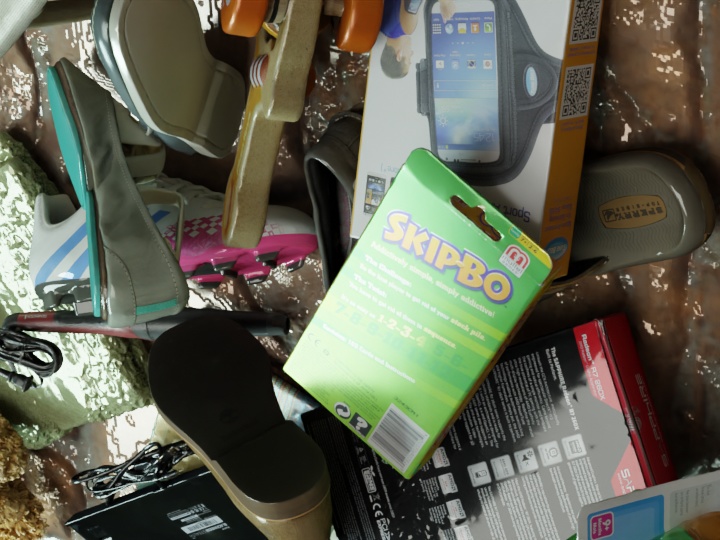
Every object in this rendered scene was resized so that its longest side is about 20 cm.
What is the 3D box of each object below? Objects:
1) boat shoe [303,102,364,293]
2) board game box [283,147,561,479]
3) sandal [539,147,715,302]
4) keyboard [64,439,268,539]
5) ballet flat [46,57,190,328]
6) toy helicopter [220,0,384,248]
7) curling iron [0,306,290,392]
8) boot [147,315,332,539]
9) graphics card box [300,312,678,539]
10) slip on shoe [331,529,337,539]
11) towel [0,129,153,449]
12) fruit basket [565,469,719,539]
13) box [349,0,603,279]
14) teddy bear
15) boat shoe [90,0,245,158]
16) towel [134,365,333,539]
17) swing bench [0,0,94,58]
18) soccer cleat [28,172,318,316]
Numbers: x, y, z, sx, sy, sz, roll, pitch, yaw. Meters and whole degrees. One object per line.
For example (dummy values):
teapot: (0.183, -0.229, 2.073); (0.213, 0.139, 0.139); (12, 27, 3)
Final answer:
boat shoe: (0.000, 0.000, 1.446); (0.067, 0.057, 0.200); (19, 131, 36)
board game box: (0.032, 0.021, 1.342); (0.096, 0.030, 0.200); (41, 139, 10)
sandal: (0.103, -0.015, 1.369); (0.200, 0.055, 0.082); (-10, 110, 46)
keyboard: (-0.104, 0.141, 1.614); (0.200, 0.040, 0.104); (-22, 124, 40)
ballet flat: (-0.138, -0.048, 1.475); (0.067, 0.064, 0.200); (94, 164, -49)
toy helicopter: (-0.051, -0.106, 1.386); (0.079, 0.132, 0.200); (7, 119, -14)
curling iron: (-0.138, 0.042, 1.568); (0.200, 0.026, 0.050); (-7, 91, 15)
boot: (-0.070, 0.100, 1.475); (0.200, 0.074, 0.076); (54, 165, 49)
graphics card box: (0.074, 0.110, 1.422); (0.200, 0.051, 0.126); (-20, 86, 27)
slip on shoe: (0.075, 0.143, 1.490); (0.200, 0.061, 0.074); (-23, 74, 30)
towel: (-0.219, 0.016, 1.636); (0.148, 0.036, 0.200); (-21, 102, 41)
fruit basket: (0.198, 0.182, 1.335); (0.094, 0.200, 0.185); (-127, 34, -54)
box: (0.060, -0.080, 1.332); (0.119, 0.041, 0.200); (15, 104, 32)
teddy bear: (-0.276, 0.117, 1.685); (0.145, 0.067, 0.200); (37, 153, 27)
boat shoe: (-0.119, -0.111, 1.396); (0.062, 0.200, 0.073); (14, 80, 17)
towel: (-0.074, 0.137, 1.617); (0.147, 0.022, 0.200); (31, 129, 17)
swing bench: (-0.167, -0.204, 1.352); (0.130, 0.200, 0.199); (50, 133, 0)
soccer cleat: (-0.118, -0.030, 1.515); (0.200, 0.070, 0.086); (-11, 78, 27)
